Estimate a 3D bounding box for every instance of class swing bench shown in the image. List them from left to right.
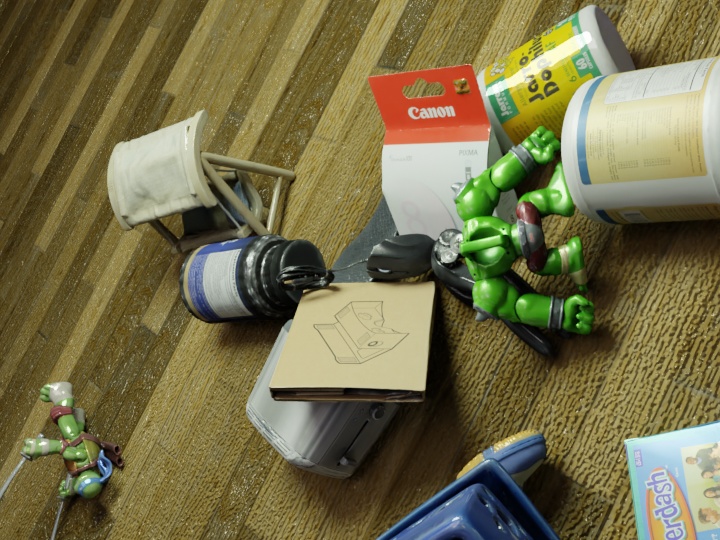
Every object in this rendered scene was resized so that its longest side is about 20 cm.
[{"bbox_3d":[-0.237,-0.109,1.312,0.197,0.199,0.132,-10,61,40],"label":"swing bench"}]

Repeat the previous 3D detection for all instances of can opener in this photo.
[{"bbox_3d":[0.149,0.019,0.978,0.064,0.079,0.199,-50,51,-4],"label":"can opener"}]

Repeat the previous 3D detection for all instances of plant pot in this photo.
[{"bbox_3d":[0.090,0.292,0.763,0.200,0.180,0.201,-41,87,20],"label":"plant pot"}]

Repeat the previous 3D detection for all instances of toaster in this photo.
[{"bbox_3d":[-0.052,0.148,1.060,0.199,0.113,0.130,34,95,46],"label":"toaster"}]

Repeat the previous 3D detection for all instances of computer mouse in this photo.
[{"bbox_3d":[0.000,0.000,1.053,0.197,0.059,0.034,-14,58,-2],"label":"computer mouse"}]

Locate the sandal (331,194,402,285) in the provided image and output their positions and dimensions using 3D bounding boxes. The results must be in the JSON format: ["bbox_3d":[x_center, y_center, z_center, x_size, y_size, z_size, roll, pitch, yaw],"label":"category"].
[{"bbox_3d":[0.030,-0.031,1.137,0.076,0.043,0.201,23,74,46],"label":"sandal"}]

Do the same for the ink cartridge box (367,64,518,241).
[{"bbox_3d":[0.085,-0.121,1.023,0.161,0.202,0.057,5,42,45],"label":"ink cartridge box"}]

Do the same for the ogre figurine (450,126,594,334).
[{"bbox_3d":[0.159,-0.033,0.911,0.118,0.203,0.098,-11,13,8],"label":"ogre figurine"}]

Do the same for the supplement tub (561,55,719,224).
[{"bbox_3d":[0.304,-0.119,0.842,0.198,0.144,0.147,0,68,43],"label":"supplement tub"}]

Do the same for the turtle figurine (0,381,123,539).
[{"bbox_3d":[-0.465,0.280,1.362,0.200,0.143,0.195,-42,41,13],"label":"turtle figurine"}]

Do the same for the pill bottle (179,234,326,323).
[{"bbox_3d":[-0.144,0.012,1.223,0.198,0.111,0.114,-7,63,41],"label":"pill bottle"}]

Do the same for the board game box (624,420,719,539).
[{"bbox_3d":[0.320,0.195,0.727,0.198,0.045,0.154,-21,56,35],"label":"board game box"}]

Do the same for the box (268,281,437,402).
[{"bbox_3d":[-0.001,0.074,0.998,0.160,0.022,0.201,-1,31,10],"label":"box"}]

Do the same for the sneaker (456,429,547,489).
[{"bbox_3d":[0.122,0.243,0.883,0.201,0.075,0.089,-50,54,20],"label":"sneaker"}]

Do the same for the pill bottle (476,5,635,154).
[{"bbox_3d":[0.197,-0.195,1.009,0.198,0.112,0.114,-27,52,31],"label":"pill bottle"}]
